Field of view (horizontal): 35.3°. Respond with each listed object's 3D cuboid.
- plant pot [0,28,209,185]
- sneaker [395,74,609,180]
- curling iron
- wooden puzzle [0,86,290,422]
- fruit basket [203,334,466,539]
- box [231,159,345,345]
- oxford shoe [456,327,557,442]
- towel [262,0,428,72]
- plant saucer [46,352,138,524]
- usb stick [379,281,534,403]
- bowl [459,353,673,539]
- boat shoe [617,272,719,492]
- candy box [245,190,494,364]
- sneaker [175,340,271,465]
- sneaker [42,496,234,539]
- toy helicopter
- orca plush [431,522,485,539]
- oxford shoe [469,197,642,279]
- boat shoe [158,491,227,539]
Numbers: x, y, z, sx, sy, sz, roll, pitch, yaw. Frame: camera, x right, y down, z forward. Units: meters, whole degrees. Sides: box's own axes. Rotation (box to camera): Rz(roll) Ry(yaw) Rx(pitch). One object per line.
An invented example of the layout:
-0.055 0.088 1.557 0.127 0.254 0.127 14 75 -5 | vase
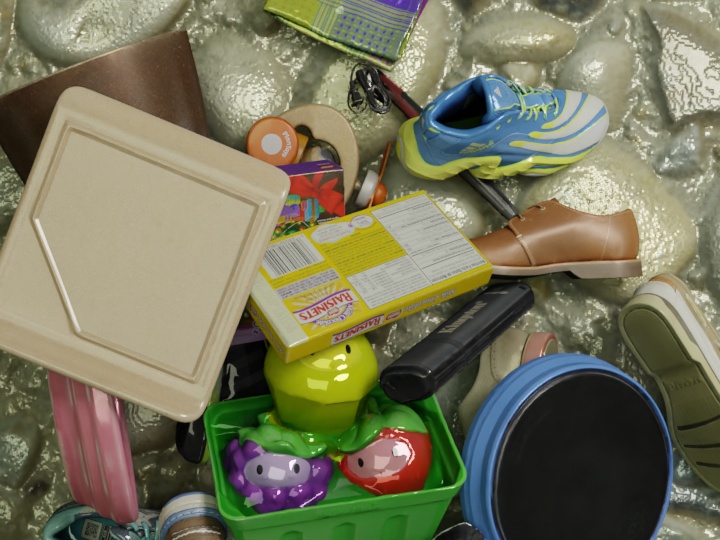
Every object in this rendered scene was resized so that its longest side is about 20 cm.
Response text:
-0.199 -0.077 0.971 0.184 0.187 0.203 -20 100 2 | plant pot
0.132 -0.124 0.961 0.197 0.105 0.077 -14 78 -12 | sneaker
0.064 -0.113 1.017 0.200 0.026 0.050 42 68 5 | curling iron
-0.169 -0.012 0.843 0.183 0.037 0.203 22 86 -3 | wooden puzzle
-0.025 0.124 0.916 0.212 0.156 0.218 -8 126 -11 | fruit basket
-0.107 -0.009 0.928 0.197 0.039 0.139 -10 111 -21 | box
0.118 0.148 0.986 0.073 0.071 0.203 11 84 27 | oxford shoe
0.009 -0.298 1.031 0.142 0.023 0.202 24 83 4 | towel
-0.223 0.110 0.932 0.050 0.200 0.204 -10 85 -12 | plant saucer
0.083 0.055 0.927 0.055 0.199 0.033 -15 100 38 | usb stick
0.176 0.171 0.939 0.198 0.039 0.204 -1 92 -24 | bowl
0.292 0.095 0.962 0.068 0.074 0.202 -41 108 -41 | boat shoe
0.000 0.000 0.898 0.198 0.027 0.103 -19 55 -29 | candy box
-0.106 0.081 1.008 0.082 0.072 0.203 15 88 -19 | sneaker
-0.181 0.243 0.979 0.196 0.086 0.079 5 86 4 | sneaker
-0.033 -0.047 1.009 0.130 0.079 0.204 -3 96 -5 | toy helicopter
0.041 0.293 0.921 0.105 0.071 0.200 43 122 1 | orca plush
0.146 -0.026 0.985 0.196 0.071 0.073 -2 91 -7 | oxford shoe
-0.135 0.272 0.928 0.071 0.202 0.073 -8 42 -7 | boat shoe
